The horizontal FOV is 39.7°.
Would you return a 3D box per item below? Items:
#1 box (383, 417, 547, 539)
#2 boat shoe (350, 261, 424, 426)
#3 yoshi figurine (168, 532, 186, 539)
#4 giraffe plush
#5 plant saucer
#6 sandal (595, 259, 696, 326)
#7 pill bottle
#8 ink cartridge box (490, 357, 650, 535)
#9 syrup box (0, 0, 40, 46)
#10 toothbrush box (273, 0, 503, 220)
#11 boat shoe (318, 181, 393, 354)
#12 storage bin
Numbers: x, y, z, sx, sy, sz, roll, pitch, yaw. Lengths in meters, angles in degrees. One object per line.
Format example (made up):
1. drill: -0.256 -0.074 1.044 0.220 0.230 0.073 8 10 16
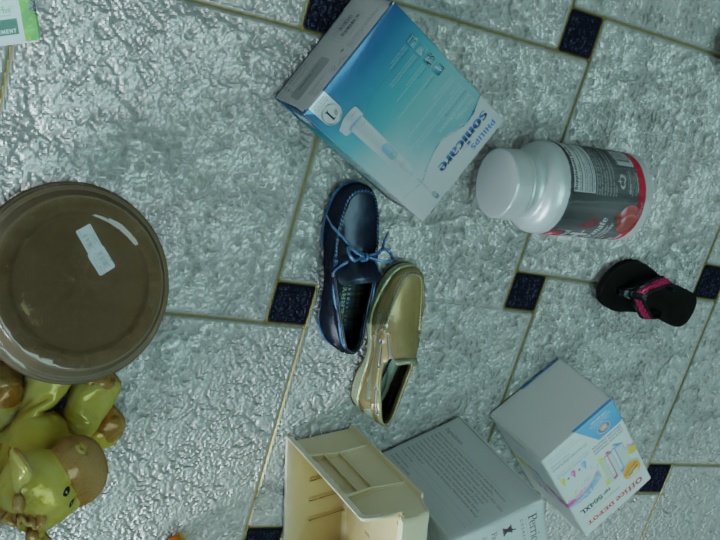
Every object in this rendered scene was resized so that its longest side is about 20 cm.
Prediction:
1. box: 0.137 0.335 1.282 0.130 0.200 0.199 -22 120 -17
2. boat shoe: 0.046 0.092 1.199 0.071 0.076 0.201 1 111 -28
3. yoshi figurine: -0.263 0.411 1.188 0.200 0.112 0.112 -47 167 -18
4. giraffe plush: -0.318 0.187 0.997 0.200 0.162 0.173 -42 125 -5
5. plant saucer: -0.278 0.012 0.975 0.200 0.029 0.201 2 87 -32
6. sandal: 0.407 0.037 1.384 0.200 0.045 0.075 16 104 -32
7. pill bottle: 0.242 -0.097 1.197 0.199 0.111 0.111 3 110 -29
8. ink cartridge box: 0.295 0.249 1.372 0.128 0.125 0.200 -39 123 -8
9. syrup box: -0.327 -0.291 0.826 0.079 0.081 0.201 -14 119 -23
10. toothbrush box: 0.034 -0.173 1.068 0.200 0.085 0.147 37 91 -34
11. boat shoe: 0.000 0.000 1.138 0.084 0.069 0.201 -10 116 -24
12. storage bin: -0.009 0.323 1.202 0.093 0.198 0.201 -9 116 -28
